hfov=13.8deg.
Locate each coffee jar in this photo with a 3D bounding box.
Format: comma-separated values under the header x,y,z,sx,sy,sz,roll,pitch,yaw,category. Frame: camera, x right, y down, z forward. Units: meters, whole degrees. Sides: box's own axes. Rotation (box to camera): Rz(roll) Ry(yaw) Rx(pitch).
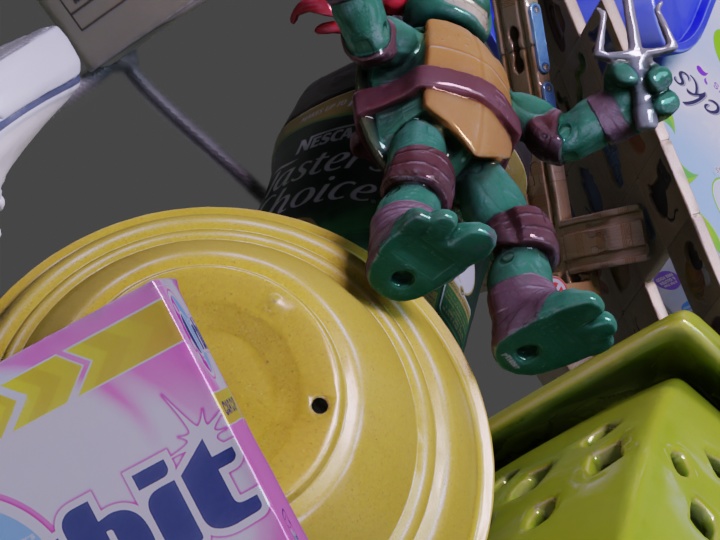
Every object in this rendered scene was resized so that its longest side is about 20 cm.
x,y,z,sx,sy,sz,roll,pitch,yaw,category
0.000,0.000,1.162,0.085,0.104,0.201,49,40,-27,coffee jar

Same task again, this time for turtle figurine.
x,y,z,sx,sy,sz,roll,pitch,yaw,category
0.042,-0.063,1.091,0.149,0.101,0.201,16,47,-20,turtle figurine

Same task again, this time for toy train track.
x,y,z,sx,sy,sz,roll,pitch,yaw,category
0.065,-0.049,1.241,0.032,0.114,0.201,-6,86,-35,toy train track

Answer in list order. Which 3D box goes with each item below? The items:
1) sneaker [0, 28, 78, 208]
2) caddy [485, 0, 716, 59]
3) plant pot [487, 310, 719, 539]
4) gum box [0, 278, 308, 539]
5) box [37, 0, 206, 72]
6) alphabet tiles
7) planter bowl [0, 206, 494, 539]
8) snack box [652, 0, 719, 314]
x,y,z,sx,sy,sz,roll,pitch,yaw,category
-0.158,-0.011,1.025,0.200,0.073,0.071,-47,113,-40,sneaker
0.102,-0.177,1.376,0.142,0.104,0.200,65,33,-32,caddy
0.104,0.146,1.126,0.200,0.199,0.182,43,36,-19,plant pot
-0.121,0.099,0.918,0.114,0.199,0.066,62,1,1,gum box
-0.097,-0.203,1.155,0.200,0.128,0.109,54,39,-9,box
0.105,-0.019,1.249,0.008,0.167,0.201,-14,70,-17,alphabet tiles
-0.051,0.055,1.005,0.199,0.084,0.201,1,67,-1,planter bowl
0.180,-0.062,1.430,0.142,0.053,0.200,43,43,-20,snack box
